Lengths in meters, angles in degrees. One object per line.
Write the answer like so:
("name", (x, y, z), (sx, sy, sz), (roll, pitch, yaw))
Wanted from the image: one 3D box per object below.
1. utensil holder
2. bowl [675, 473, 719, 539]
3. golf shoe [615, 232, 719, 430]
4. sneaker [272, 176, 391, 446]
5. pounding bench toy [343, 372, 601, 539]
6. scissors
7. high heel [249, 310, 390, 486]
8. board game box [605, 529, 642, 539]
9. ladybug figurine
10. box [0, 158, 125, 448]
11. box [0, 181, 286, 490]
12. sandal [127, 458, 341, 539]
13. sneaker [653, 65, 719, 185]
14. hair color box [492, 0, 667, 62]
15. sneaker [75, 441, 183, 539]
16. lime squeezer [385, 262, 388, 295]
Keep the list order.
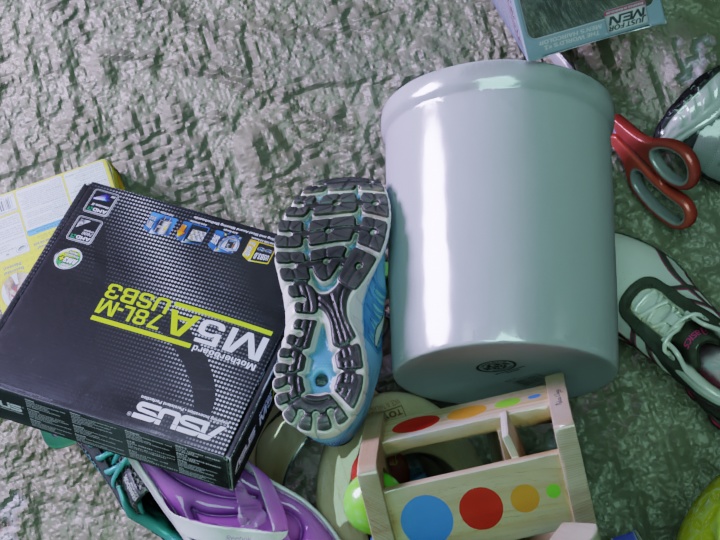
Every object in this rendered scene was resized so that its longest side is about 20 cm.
("utensil holder", (0.098, -0.021, 1.151), (0.169, 0.170, 0.201), (-1, 69, 5))
("bowl", (0.278, 0.233, 1.136), (0.108, 0.200, 0.201), (-32, 77, 44))
("golf shoe", (0.228, 0.035, 1.191), (0.200, 0.088, 0.077), (41, 89, 12))
("sneaker", (-0.019, 0.028, 1.127), (0.078, 0.090, 0.201), (4, 66, 12))
("pounding bench toy", (0.070, 0.163, 1.028), (0.155, 0.200, 0.125), (-13, 100, 6))
("scissors", (0.187, -0.109, 1.246), (0.014, 0.073, 0.200), (-29, 56, -27))
("high heel", (-0.042, 0.113, 1.173), (0.142, 0.071, 0.201), (-17, 54, 25))
("board game box", (0.124, 0.295, 1.119), (0.199, 0.097, 0.160), (-17, 115, 0))
("ladybug figurine", (0.030, 0.180, 1.182), (0.135, 0.072, 0.201), (-15, 93, -21))
("box", (-0.214, 0.028, 1.256), (0.117, 0.048, 0.201), (-19, 79, 2))
("box", (-0.145, 0.041, 1.152), (0.199, 0.048, 0.194), (16, 50, 13))
("sandal", (-0.093, 0.158, 1.116), (0.202, 0.050, 0.082), (39, 72, 13))
("sneaker", (0.313, -0.147, 1.222), (0.079, 0.074, 0.200), (45, 94, 0))
("hair color box", (0.147, -0.213, 1.176), (0.098, 0.200, 0.061), (-16, 111, 3))
("sneaker", (-0.160, 0.133, 1.183), (0.200, 0.091, 0.078), (44, 101, -10))
("lime squeezer", (0.000, 0.000, 1.251), (0.199, 0.038, 0.071), (-6, 49, 5))
